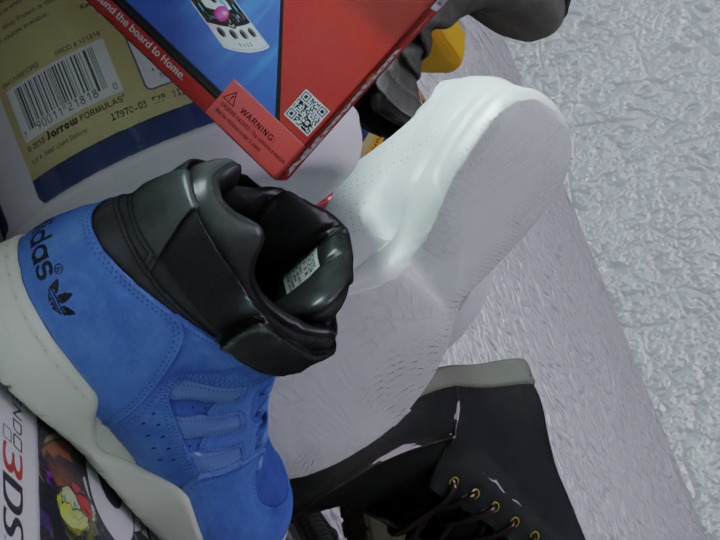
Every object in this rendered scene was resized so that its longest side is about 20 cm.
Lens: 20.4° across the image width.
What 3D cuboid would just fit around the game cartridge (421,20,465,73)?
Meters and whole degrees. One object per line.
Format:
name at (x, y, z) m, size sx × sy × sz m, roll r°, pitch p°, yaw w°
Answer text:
game cartridge at (-0.056, -0.153, 1.044) m, size 0.200 × 0.176 × 0.032 m, roll 38°, pitch 57°, yaw -64°

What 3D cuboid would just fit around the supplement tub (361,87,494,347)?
supplement tub at (-0.023, -0.045, 1.027) m, size 0.200 × 0.144 × 0.145 m, roll 52°, pitch 18°, yaw -48°

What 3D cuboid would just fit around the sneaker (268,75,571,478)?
sneaker at (0.000, 0.000, 0.834) m, size 0.075 × 0.200 × 0.088 m, roll 48°, pitch -10°, yaw -34°

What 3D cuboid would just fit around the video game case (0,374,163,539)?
video game case at (-0.088, 0.115, 0.687) m, size 0.200 × 0.036 × 0.181 m, roll 56°, pitch 14°, yaw -39°

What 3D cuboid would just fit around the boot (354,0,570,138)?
boot at (0.026, -0.117, 0.931) m, size 0.200 × 0.068 × 0.131 m, roll 32°, pitch 64°, yaw -51°

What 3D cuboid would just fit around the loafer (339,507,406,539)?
loafer at (0.036, 0.155, 0.988) m, size 0.076 × 0.068 × 0.200 m, roll 125°, pitch -46°, yaw -74°

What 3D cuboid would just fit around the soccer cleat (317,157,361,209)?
soccer cleat at (-0.026, 0.004, 0.906) m, size 0.077 × 0.067 × 0.200 m, roll -112°, pitch -163°, yaw -46°

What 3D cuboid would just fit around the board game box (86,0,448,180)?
board game box at (-0.065, -0.136, 0.683) m, size 0.200 × 0.103 × 0.019 m, roll 43°, pitch 8°, yaw 6°

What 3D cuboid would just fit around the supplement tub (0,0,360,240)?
supplement tub at (-0.098, -0.107, 0.782) m, size 0.200 × 0.144 × 0.144 m, roll 68°, pitch 12°, yaw 8°

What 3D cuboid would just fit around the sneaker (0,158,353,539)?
sneaker at (-0.041, 0.034, 0.701) m, size 0.200 × 0.111 × 0.077 m, roll 53°, pitch 14°, yaw -48°

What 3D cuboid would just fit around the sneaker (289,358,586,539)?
sneaker at (0.041, 0.104, 0.902) m, size 0.200 × 0.075 × 0.106 m, roll -10°, pitch 71°, yaw -54°

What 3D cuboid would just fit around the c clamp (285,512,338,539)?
c clamp at (-0.020, 0.126, 0.903) m, size 0.171 × 0.027 × 0.200 m, roll 53°, pitch 3°, yaw -36°
